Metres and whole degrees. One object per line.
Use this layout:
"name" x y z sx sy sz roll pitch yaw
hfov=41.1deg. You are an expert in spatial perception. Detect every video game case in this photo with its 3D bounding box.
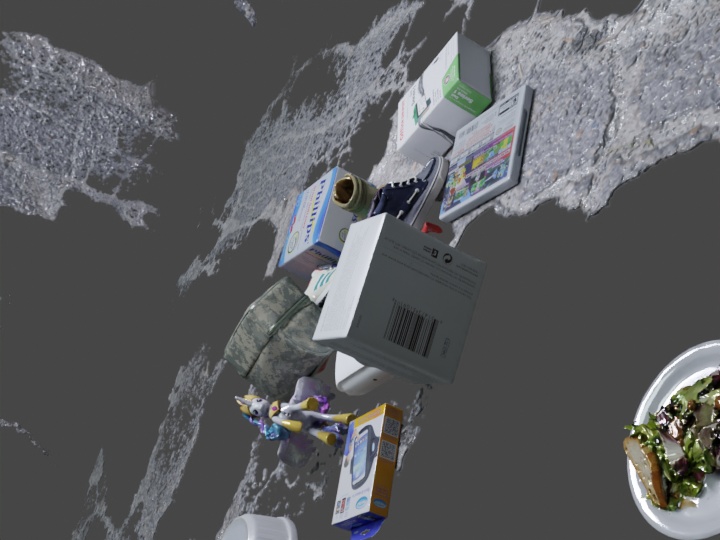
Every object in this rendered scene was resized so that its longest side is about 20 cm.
"video game case" 0.209 -0.192 1.608 0.199 0.023 0.185 -29 42 56

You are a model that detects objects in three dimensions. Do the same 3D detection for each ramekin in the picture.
"ramekin" -0.196 0.531 1.718 0.203 0.093 0.205 -49 27 36

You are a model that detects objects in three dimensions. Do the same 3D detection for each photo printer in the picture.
"photo printer" 0.025 0.117 1.656 0.200 0.069 0.169 -38 35 50

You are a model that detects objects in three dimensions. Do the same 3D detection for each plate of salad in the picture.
"plate of salad" 0.326 0.160 0.942 0.201 0.047 0.202 -50 26 35

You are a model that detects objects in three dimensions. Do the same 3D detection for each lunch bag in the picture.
"lunch bag" -0.143 0.141 1.799 0.139 0.168 0.201 -40 -10 -46

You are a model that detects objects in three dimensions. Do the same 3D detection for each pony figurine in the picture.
"pony figurine" -0.104 0.261 1.697 0.198 0.192 0.170 1 70 46

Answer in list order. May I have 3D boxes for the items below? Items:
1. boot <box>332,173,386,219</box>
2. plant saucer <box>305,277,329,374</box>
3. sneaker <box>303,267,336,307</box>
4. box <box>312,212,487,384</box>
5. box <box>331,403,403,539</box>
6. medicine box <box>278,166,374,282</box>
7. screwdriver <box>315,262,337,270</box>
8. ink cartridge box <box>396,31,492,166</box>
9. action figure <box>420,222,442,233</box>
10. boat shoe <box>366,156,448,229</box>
"boot" 0.017 -0.136 1.816 0.073 0.154 0.201 -58 23 17
"plant saucer" -0.088 0.116 1.967 0.199 0.036 0.203 5 72 67
"sneaker" -0.055 0.016 1.855 0.200 0.070 0.094 -48 48 22
"box" 0.061 0.048 1.469 0.130 0.196 0.203 -12 57 63
"box" 0.009 0.323 1.526 0.119 0.041 0.203 -37 34 51
"medicine box" -0.073 -0.094 2.057 0.199 0.102 0.185 -29 42 57
"screwdriver" -0.026 -0.009 1.941 0.198 0.028 0.029 -11 31 48
"ink cartridge box" 0.152 -0.311 1.776 0.200 0.083 0.148 -46 29 40
"action figure" 0.081 -0.001 1.678 0.200 0.051 0.066 -50 21 46
"boat shoe" 0.084 -0.143 1.714 0.075 0.092 0.202 -34 26 58
